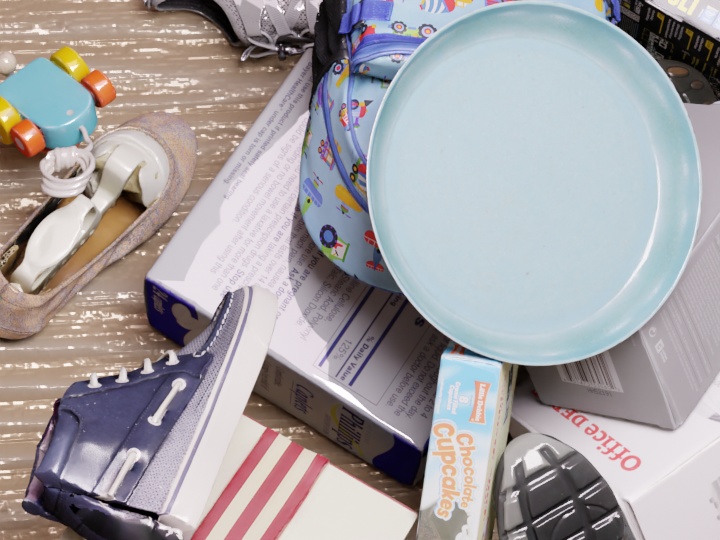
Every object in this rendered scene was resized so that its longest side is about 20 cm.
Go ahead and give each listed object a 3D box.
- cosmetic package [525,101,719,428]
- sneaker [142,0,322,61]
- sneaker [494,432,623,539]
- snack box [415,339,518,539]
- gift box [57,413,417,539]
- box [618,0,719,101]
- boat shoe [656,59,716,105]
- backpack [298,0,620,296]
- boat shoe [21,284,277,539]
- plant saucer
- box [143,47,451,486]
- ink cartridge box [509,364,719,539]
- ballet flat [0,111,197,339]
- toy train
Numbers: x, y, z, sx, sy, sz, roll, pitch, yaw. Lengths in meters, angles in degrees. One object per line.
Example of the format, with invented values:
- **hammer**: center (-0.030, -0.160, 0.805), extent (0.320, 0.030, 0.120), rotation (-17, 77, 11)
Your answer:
- **cosmetic package**: center (0.184, -0.009, 1.726), extent (0.107, 0.090, 0.200), rotation (9, 44, 42)
- **sneaker**: center (-0.048, -0.163, 1.896), extent (0.200, 0.075, 0.082), rotation (24, 74, 10)
- **sneaker**: center (0.118, 0.175, 1.664), extent (0.075, 0.200, 0.079), rotation (-27, 25, -10)
- **snack box**: center (0.056, 0.133, 1.648), extent (0.037, 0.116, 0.200), rotation (9, 102, 7)
- **gift box**: center (-0.090, 0.213, 1.617), extent (0.184, 0.200, 0.187), rotation (26, 45, 9)
- **box**: center (0.229, -0.146, 1.856), extent (0.160, 0.200, 0.049), rotation (29, 85, 7)
- **boat shoe**: center (0.193, -0.031, 1.860), extent (0.076, 0.074, 0.200), rotation (5, 81, -25)
- **backpack**: center (0.056, -0.085, 1.673), extent (0.182, 0.135, 0.200), rotation (14, 57, -6)
- **boat shoe**: center (-0.112, 0.068, 1.553), extent (0.093, 0.075, 0.200), rotation (25, 44, -5)
- **plant saucer**: center (0.093, -0.048, 1.596), extent (0.200, 0.027, 0.200), rotation (1, 88, -20)
- **box**: center (0.000, 0.000, 1.772), extent (0.200, 0.105, 0.184), rotation (32, 72, 8)
- **ink cartridge box**: center (0.206, 0.080, 1.743), extent (0.200, 0.083, 0.147), rotation (-34, 36, -13)
- **ballet flat**: center (-0.163, -0.037, 1.797), extent (0.068, 0.067, 0.200), rotation (33, 61, 7)
- **toy train**: center (-0.248, -0.077, 1.798), extent (0.200, 0.056, 0.150), rotation (3, 51, 11)
